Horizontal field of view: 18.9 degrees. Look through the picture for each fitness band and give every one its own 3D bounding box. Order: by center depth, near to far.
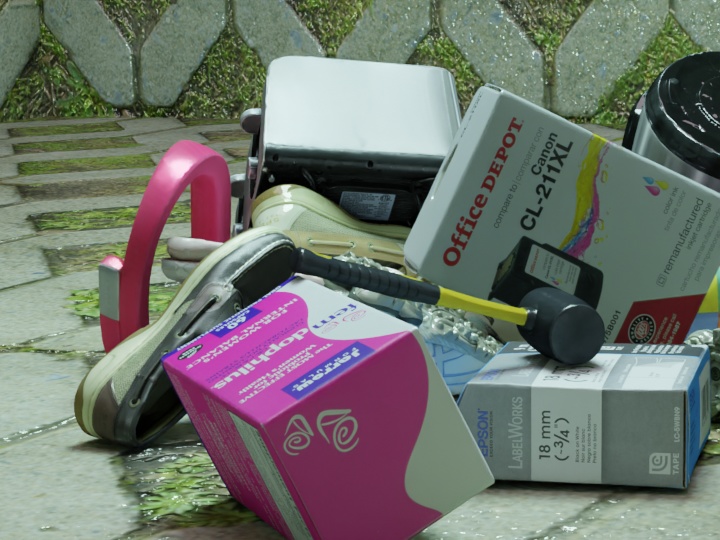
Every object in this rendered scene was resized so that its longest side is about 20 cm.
[{"bbox_3d":[-0.144,-0.006,1.629,0.037,0.201,0.144,25,51,16],"label":"fitness band"}]

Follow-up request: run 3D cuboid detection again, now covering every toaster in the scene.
[{"bbox_3d":[-0.004,-0.069,1.737,0.198,0.181,0.119,3,52,-11],"label":"toaster"}]

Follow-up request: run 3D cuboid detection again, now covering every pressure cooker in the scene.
[{"bbox_3d":[0.307,-0.063,1.859,0.174,0.201,0.180,3,42,-9],"label":"pressure cooker"}]

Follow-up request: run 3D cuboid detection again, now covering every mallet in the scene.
[{"bbox_3d":[0.055,0.018,1.295,0.198,0.042,0.066,13,6,-26],"label":"mallet"}]

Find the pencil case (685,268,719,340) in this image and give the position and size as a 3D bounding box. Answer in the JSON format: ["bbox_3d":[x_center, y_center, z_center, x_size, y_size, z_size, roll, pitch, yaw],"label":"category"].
[{"bbox_3d":[0.269,0.019,1.674,0.198,0.089,0.088,-1,8,-10],"label":"pencil case"}]

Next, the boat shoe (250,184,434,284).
[{"bbox_3d":[0.001,-0.002,1.675,0.200,0.064,0.073,27,-48,-35],"label":"boat shoe"}]

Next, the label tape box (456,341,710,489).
[{"bbox_3d":[0.112,0.086,1.343,0.198,0.064,0.144,1,9,14],"label":"label tape box"}]

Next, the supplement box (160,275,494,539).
[{"bbox_3d":[-0.023,0.082,1.195,0.101,0.104,0.200,-31,18,-15],"label":"supplement box"}]

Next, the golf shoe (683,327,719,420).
[{"bbox_3d":[0.300,0.069,1.390,0.096,0.079,0.199,-1,8,-33],"label":"golf shoe"}]

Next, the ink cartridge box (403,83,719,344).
[{"bbox_3d":[0.149,-0.025,1.544,0.199,0.147,0.083,24,5,-8],"label":"ink cartridge box"}]

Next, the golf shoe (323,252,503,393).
[{"bbox_3d":[0.027,0.061,1.452,0.199,0.098,0.078,25,12,-43],"label":"golf shoe"}]

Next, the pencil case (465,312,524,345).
[{"bbox_3d":[0.126,0.016,1.711,0.078,0.090,0.200,-41,-3,18],"label":"pencil case"}]

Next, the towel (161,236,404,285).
[{"bbox_3d":[-0.035,0.022,1.622,0.189,0.033,0.200,9,-10,15],"label":"towel"}]

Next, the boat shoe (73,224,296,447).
[{"bbox_3d":[-0.104,0.050,1.466,0.065,0.073,0.200,27,63,36],"label":"boat shoe"}]
